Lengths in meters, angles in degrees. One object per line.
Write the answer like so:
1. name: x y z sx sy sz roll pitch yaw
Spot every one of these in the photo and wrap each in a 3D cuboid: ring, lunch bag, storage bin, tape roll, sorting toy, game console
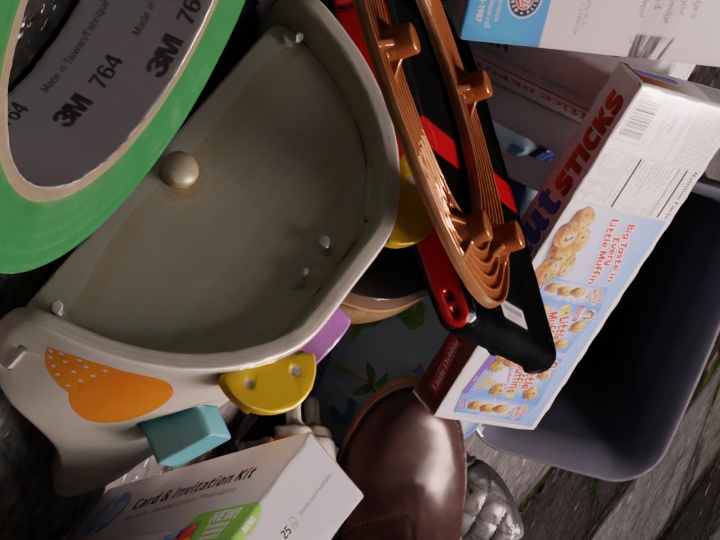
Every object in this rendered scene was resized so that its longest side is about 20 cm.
1. ring: 0.031 -0.083 1.075 0.200 0.019 0.201 -18 90 -78
2. lunch bag: 0.054 0.003 1.407 0.201 0.082 0.161 -68 166 20
3. storage bin: 0.135 0.001 1.594 0.134 0.145 0.201 -94 -159 -65
4. tape roll: -0.092 -0.099 0.845 0.201 0.048 0.201 -55 162 -28
5. sorting toy: -0.065 0.019 1.075 0.200 0.107 0.180 -52 180 -34
6. game console: 0.036 -0.045 1.168 0.200 0.031 0.178 25 49 -74

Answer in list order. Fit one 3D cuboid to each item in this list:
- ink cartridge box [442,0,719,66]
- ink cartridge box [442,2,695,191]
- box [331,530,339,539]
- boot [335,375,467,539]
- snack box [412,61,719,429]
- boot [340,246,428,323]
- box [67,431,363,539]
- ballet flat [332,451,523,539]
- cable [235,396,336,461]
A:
1. ink cartridge box: 0.144 -0.160 1.207 0.067 0.199 0.116 -110 -151 -58
2. ink cartridge box: 0.118 -0.140 1.313 0.200 0.116 0.068 -57 164 -21
3. box: 0.031 0.238 1.479 0.044 0.199 0.161 -20 134 -68
4. boot: 0.030 0.171 1.301 0.166 0.072 0.201 -116 -148 -63
5. snack box: 0.104 -0.008 1.280 0.072 0.024 0.200 10 121 -41
6. boot: 0.000 0.000 1.217 0.076 0.073 0.200 -56 180 17
7. box: -0.104 0.157 1.062 0.156 0.041 0.200 -20 -156 50
8. ballet flat: -0.003 0.170 1.416 0.200 0.057 0.066 -36 177 17
9. cable: -0.025 0.157 1.293 0.097 0.050 0.201 71 8 -73
